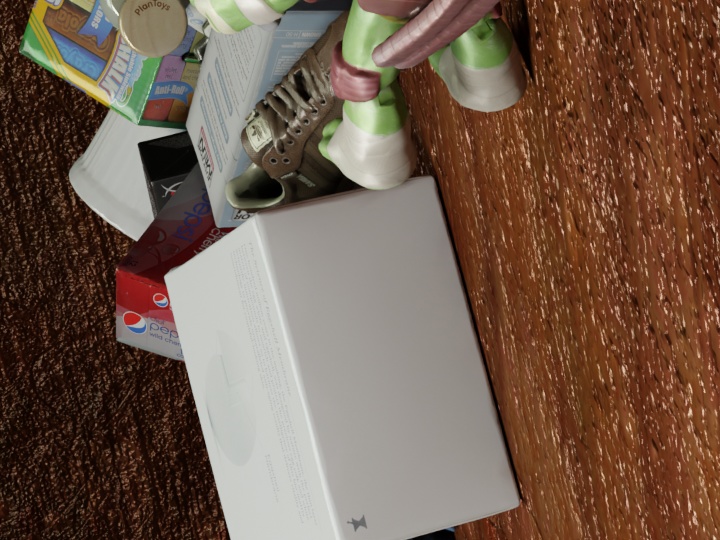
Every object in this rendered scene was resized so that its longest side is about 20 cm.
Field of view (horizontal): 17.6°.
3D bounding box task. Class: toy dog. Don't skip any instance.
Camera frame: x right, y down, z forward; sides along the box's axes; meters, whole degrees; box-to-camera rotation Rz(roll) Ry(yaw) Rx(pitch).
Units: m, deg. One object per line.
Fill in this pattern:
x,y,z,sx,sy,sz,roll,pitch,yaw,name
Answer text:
-0.143,-0.249,1.650,0.132,0.096,0.201,-20,47,68,toy dog

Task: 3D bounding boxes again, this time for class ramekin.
-0.137,-0.080,1.968,0.098,0.199,0.201,-62,20,14,ramekin

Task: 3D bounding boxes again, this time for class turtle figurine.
-0.003,-0.144,0.966,0.195,0.199,0.145,77,-151,-50,turtle figurine

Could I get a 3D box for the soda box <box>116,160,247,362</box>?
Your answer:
-0.100,-0.026,1.637,0.200,0.063,0.070,-58,-19,-45,soda box

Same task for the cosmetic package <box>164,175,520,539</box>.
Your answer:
-0.015,0.067,1.405,0.200,0.122,0.201,154,103,-69,cosmetic package

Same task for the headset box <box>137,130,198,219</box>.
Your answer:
-0.079,-0.015,1.811,0.075,0.148,0.201,-115,14,-59,headset box

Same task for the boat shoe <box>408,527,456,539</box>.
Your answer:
0.033,0.193,1.675,0.084,0.068,0.201,-104,3,-45,boat shoe

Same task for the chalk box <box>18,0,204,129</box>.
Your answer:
-0.154,-0.188,1.870,0.200,0.124,0.125,33,109,36,chalk box

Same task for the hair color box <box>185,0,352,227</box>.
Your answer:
-0.061,-0.132,1.553,0.201,0.060,0.099,111,149,-46,hair color box

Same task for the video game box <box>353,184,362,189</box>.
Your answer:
0.000,0.000,1.632,0.201,0.046,0.183,86,171,-54,video game box

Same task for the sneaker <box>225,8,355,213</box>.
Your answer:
-0.033,-0.089,1.456,0.200,0.075,0.071,111,141,-56,sneaker

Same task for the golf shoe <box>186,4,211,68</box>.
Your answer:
-0.084,-0.199,1.694,0.200,0.096,0.079,91,165,-61,golf shoe
